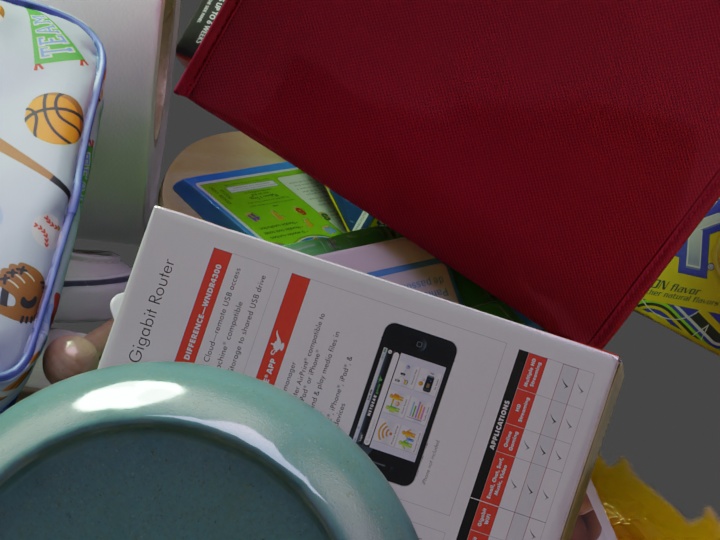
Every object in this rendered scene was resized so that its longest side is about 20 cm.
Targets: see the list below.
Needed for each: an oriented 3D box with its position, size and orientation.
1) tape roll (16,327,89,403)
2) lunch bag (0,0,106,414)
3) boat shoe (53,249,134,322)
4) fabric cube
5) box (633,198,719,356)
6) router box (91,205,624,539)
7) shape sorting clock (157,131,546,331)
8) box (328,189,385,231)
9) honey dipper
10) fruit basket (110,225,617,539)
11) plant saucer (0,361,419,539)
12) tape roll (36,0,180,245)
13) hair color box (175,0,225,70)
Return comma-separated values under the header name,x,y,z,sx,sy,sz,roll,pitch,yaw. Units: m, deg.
name,x,y,z,sx,sy,sz,roll,pitch,yaw
tape roll,-0.145,0.093,1.017,0.202,0.037,0.203,6,35,-4
lunch bag,-0.192,-0.037,1.005,0.160,0.076,0.200,16,55,-10
boat shoe,-0.183,-0.014,1.093,0.200,0.066,0.072,6,1,-31
fabric cube,0.077,-0.127,1.005,0.199,0.196,0.200,31,33,-2
box,0.161,-0.003,1.168,0.200,0.070,0.064,29,6,29
router box,-0.020,0.098,0.898,0.179,0.200,0.049,19,-5,9
shape sorting clock,0.000,0.000,1.150,0.200,0.039,0.200,19,27,-10
box,0.004,-0.099,1.166,0.064,0.070,0.200,5,41,-32
honey dipper,-0.093,0.020,1.068,0.038,0.038,0.200,14,13,9
fruit basket,0.015,0.079,0.985,0.185,0.094,0.200,-11,64,-33
plant saucer,-0.073,0.130,0.862,0.200,0.201,0.027,14,-6,9
tape roll,-0.124,-0.115,1.176,0.071,0.203,0.203,6,35,-2
hair color box,0.017,-0.109,1.278,0.200,0.061,0.102,22,78,20
